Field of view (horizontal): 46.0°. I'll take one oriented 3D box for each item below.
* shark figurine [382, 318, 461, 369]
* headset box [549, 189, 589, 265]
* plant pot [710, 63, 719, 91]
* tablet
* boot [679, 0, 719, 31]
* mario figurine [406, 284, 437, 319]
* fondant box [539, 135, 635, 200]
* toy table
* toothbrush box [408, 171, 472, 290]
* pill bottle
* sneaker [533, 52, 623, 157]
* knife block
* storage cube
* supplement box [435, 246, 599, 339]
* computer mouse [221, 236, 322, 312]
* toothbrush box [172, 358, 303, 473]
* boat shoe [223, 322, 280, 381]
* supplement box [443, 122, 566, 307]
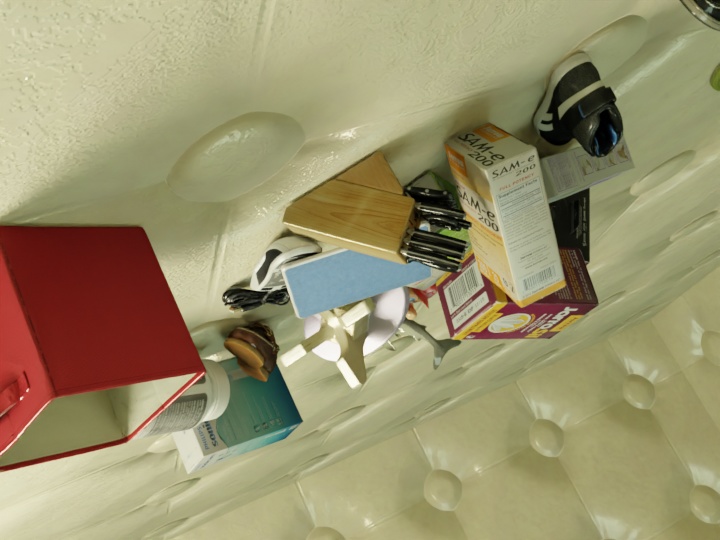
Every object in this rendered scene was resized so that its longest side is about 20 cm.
[{"bbox_3d":[0.074,0.092,1.557,0.129,0.212,0.090,78,32,-42],"label":"shark figurine"},{"bbox_3d":[0.322,-0.049,1.434,0.074,0.150,0.200,12,151,-7],"label":"headset box"},{"bbox_3d":[0.680,-0.276,1.303,0.199,0.185,0.201,-25,162,-9],"label":"plant pot"},{"bbox_3d":[0.000,0.000,1.118,0.198,0.014,0.131,-17,146,-4],"label":"tablet"},{"bbox_3d":[0.463,-0.357,0.970,0.202,0.074,0.154,-18,157,-40],"label":"boot"},{"bbox_3d":[0.039,0.068,1.420,0.198,0.107,0.124,-24,-163,12],"label":"mario figurine"},{"bbox_3d":[0.284,-0.133,1.239,0.199,0.059,0.144,-21,179,-38],"label":"fondant box"},{"bbox_3d":[-0.029,0.079,1.290,0.200,0.184,0.117,-48,171,27],"label":"toy table"},{"bbox_3d":[0.096,-0.051,1.231,0.145,0.087,0.200,-33,162,18],"label":"toothbrush box"},{"bbox_3d":[-0.293,0.184,1.253,0.113,0.115,0.199,-37,159,27],"label":"pill bottle"},{"bbox_3d":[0.285,-0.183,1.105,0.073,0.113,0.200,-26,162,-1],"label":"sneaker"},{"bbox_3d":[0.028,-0.041,1.016,0.199,0.177,0.064,-30,161,7],"label":"knife block"},{"bbox_3d":[-0.297,0.075,0.859,0.171,0.181,0.199,-40,159,33],"label":"storage cube"},{"bbox_3d":[0.236,0.035,1.287,0.198,0.104,0.131,1,150,-29],"label":"supplement box"},{"bbox_3d":[-0.111,-0.002,1.138,0.109,0.044,0.200,-8,158,-33],"label":"computer mouse"},{"bbox_3d":[-0.221,0.235,1.439,0.199,0.147,0.085,-13,157,-39],"label":"toothbrush box"},{"bbox_3d":[-0.168,0.118,1.348,0.071,0.070,0.200,-63,173,-17],"label":"boat shoe"},{"bbox_3d":[0.184,-0.072,1.080,0.073,0.126,0.202,-24,118,-9],"label":"supplement box"}]
